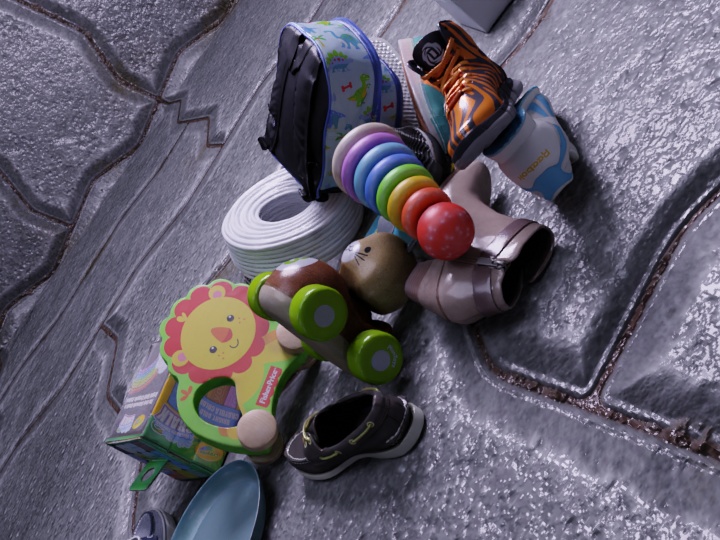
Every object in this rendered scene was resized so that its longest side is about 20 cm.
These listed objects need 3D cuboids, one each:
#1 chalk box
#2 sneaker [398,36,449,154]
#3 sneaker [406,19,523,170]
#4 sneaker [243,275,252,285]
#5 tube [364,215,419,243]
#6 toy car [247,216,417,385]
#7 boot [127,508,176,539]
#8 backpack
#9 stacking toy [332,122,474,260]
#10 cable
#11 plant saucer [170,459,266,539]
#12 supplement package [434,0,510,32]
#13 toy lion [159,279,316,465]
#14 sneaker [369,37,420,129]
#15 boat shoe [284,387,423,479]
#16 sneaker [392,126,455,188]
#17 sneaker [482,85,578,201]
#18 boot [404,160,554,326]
[{"bbox_3d":[-0.245,0.204,1.201,0.124,0.123,0.201,-18,45,52],"label":"chalk box"},{"bbox_3d":[0.103,-0.233,1.155,0.079,0.072,0.201,-13,56,3],"label":"sneaker"},{"bbox_3d":[0.089,-0.171,0.859,0.078,0.112,0.200,-45,8,26],"label":"sneaker"},{"bbox_3d":[-0.129,0.054,1.224,0.082,0.078,0.200,-58,22,7],"label":"sneaker"},{"bbox_3d":[0.058,-0.058,1.064,0.078,0.050,0.200,-54,19,-16],"label":"tube"},{"bbox_3d":[0.000,0.000,0.972,0.201,0.158,0.164,-55,24,-11],"label":"toy car"},{"bbox_3d":[-0.285,0.358,1.122,0.073,0.090,0.200,-50,25,12],"label":"boot"},{"bbox_3d":[-0.035,-0.219,1.165,0.183,0.146,0.201,50,145,42],"label":"backpack"},{"bbox_3d":[0.047,-0.071,0.896,0.086,0.085,0.200,-51,41,10],"label":"stacking toy"},{"bbox_3d":[-0.091,-0.069,1.230,0.199,0.070,0.200,-26,34,-5],"label":"cable"},{"bbox_3d":[-0.167,0.316,1.036,0.200,0.027,0.201,-41,29,29],"label":"plant saucer"},{"bbox_3d":[0.175,-0.447,1.230,0.200,0.117,0.117,-51,26,9],"label":"supplement package"},{"bbox_3d":[-0.159,0.111,1.082,0.069,0.190,0.201,81,-155,-61],"label":"toy lion"},{"bbox_3d":[0.054,-0.240,1.259,0.078,0.080,0.201,-22,52,-5],"label":"sneaker"},{"bbox_3d":[-0.022,0.162,0.917,0.201,0.060,0.072,-28,37,46],"label":"boat shoe"},{"bbox_3d":[0.079,-0.123,1.041,0.200,0.089,0.070,-137,62,-69],"label":"sneaker"},{"bbox_3d":[0.172,-0.126,0.906,0.077,0.081,0.200,-45,7,26],"label":"sneaker"},{"bbox_3d":[0.128,-0.033,0.890,0.146,0.070,0.201,-2,56,51],"label":"boot"}]
